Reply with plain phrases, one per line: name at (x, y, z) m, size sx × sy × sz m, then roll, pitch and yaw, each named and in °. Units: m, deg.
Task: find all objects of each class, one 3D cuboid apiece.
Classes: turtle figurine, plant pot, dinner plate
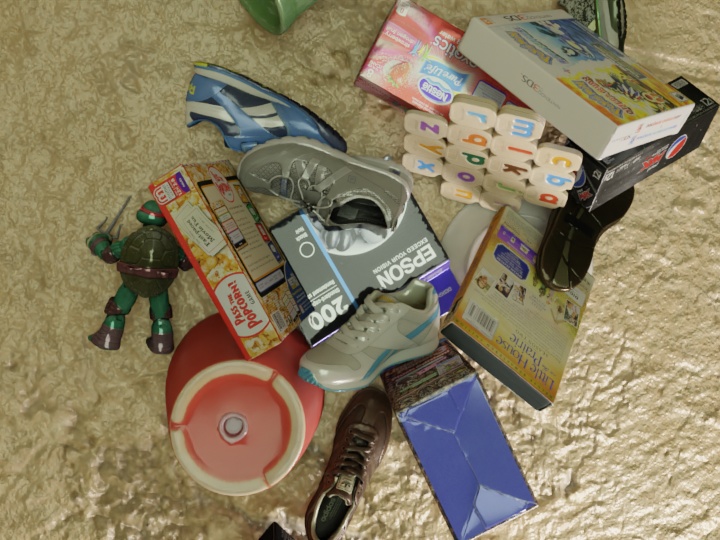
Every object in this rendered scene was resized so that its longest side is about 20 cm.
turtle figurine at (-0.245, -0.009, 0.995) m, size 0.148 × 0.101 × 0.203 m, roll 11°, pitch 99°, yaw -6°
plant pot at (-0.133, 0.153, 0.975) m, size 0.197 × 0.177 × 0.204 m, roll 0°, pitch 95°, yaw -4°
dinner plate at (0.192, -0.002, 1.068) m, size 0.197 × 0.024 × 0.203 m, roll 0°, pitch 94°, yaw -6°

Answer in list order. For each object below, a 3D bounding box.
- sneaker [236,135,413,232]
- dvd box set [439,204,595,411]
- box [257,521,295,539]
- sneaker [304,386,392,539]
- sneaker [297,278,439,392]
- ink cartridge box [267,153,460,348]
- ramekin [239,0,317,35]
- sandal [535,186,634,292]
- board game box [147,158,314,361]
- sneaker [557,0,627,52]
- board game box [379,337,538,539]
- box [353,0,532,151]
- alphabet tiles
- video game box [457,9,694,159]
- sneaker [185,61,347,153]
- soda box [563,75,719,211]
sneaker at (-0.042, -0.091, 0.962) m, size 0.197 × 0.075 × 0.083 m, roll 8°, pitch 53°, yaw 5°
dvd box set at (0.182, 0.038, 0.983) m, size 0.146 × 0.029 × 0.201 m, roll 37°, pitch 50°, yaw -8°
box at (-0.072, 0.391, 0.989) m, size 0.141 × 0.200 × 0.079 m, roll 41°, pitch 90°, yaw -6°
sneaker at (-0.009, 0.242, 1.044) m, size 0.070 × 0.076 × 0.202 m, roll 20°, pitch 93°, yaw -6°
sneaker at (0.009, 0.070, 0.964) m, size 0.199 × 0.076 × 0.082 m, roll -23°, pitch 124°, yaw -41°
ink cartridge box at (0.000, 0.000, 1.033) m, size 0.197 × 0.043 × 0.201 m, roll -32°, pitch 92°, yaw -2°
ramekin at (-0.102, -0.364, 0.927) m, size 0.097 × 0.200 × 0.201 m, roll -35°, pitch 97°, yaw -8°
sandal at (0.258, -0.052, 1.036) m, size 0.081 × 0.055 × 0.201 m, roll 33°, pitch 64°, yaw -4°
board game box at (-0.131, -0.019, 0.931) m, size 0.046 × 0.151 × 0.202 m, roll -28°, pitch 93°, yaw 13°
sneaker at (0.270, -0.242, 1.044) m, size 0.087 × 0.077 × 0.203 m, roll 3°, pitch 99°, yaw 27°
board game box at (0.103, 0.183, 0.986) m, size 0.096 × 0.200 × 0.161 m, roll -26°, pitch 96°, yaw -1°
box at (0.102, -0.213, 1.005) m, size 0.198 × 0.095 × 0.104 m, roll 28°, pitch 92°, yaw -7°
alphabet tiles at (0.141, -0.124, 0.967) m, size 0.193 × 0.201 × 0.015 m, roll 15°, pitch 67°, yaw 8°
video game box at (0.229, -0.205, 0.923) m, size 0.200 × 0.181 × 0.047 m, roll 44°, pitch 133°, yaw 24°
sneaker at (-0.111, -0.167, 1.005) m, size 0.198 × 0.074 × 0.083 m, roll 25°, pitch 98°, yaw -2°
soda box at (0.316, -0.147, 0.999) m, size 0.198 × 0.071 × 0.063 m, roll -28°, pitch 59°, yaw -25°
